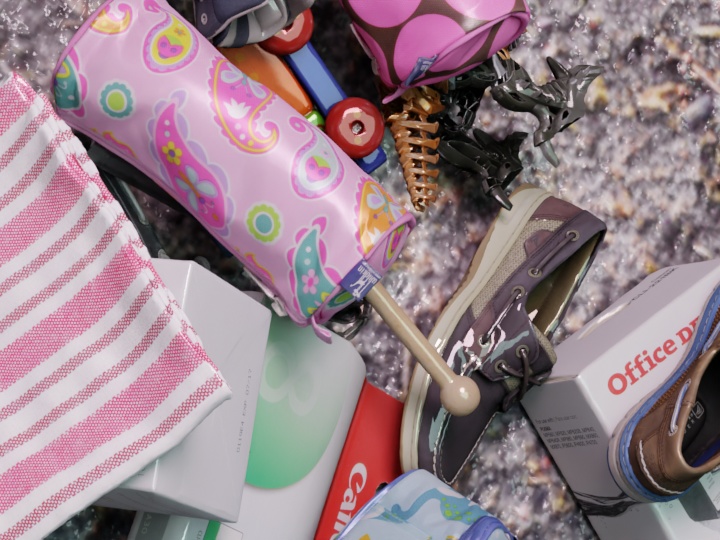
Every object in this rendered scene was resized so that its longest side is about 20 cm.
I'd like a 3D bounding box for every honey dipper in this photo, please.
[{"bbox_3d":[0.000,0.000,1.141,0.038,0.038,0.200,-45,99,-23],"label":"honey dipper"}]

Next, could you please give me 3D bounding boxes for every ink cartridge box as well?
[{"bbox_3d":[-0.027,0.122,1.142,0.200,0.050,0.162,32,70,-41],"label":"ink cartridge box"},{"bbox_3d":[0.208,0.112,1.274,0.144,0.084,0.201,-34,96,-25],"label":"ink cartridge box"}]

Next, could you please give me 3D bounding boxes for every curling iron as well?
[{"bbox_3d":[-0.067,-0.017,1.136,0.200,0.025,0.050,35,67,-30],"label":"curling iron"}]

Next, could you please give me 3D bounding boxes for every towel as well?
[{"bbox_3d":[-0.165,0.023,0.971,0.146,0.030,0.200,-38,67,6],"label":"towel"}]

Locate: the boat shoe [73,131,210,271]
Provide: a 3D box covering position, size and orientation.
[{"bbox_3d":[-0.120,0.018,1.142,0.068,0.073,0.200,-45,109,-43],"label":"boat shoe"}]

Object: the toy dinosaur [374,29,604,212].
[{"bbox_3d":[0.051,-0.106,1.220,0.135,0.102,0.201,32,65,-17],"label":"toy dinosaur"}]

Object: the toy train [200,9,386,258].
[{"bbox_3d":[-0.084,-0.115,1.177,0.115,0.085,0.201,-36,98,-11],"label":"toy train"}]

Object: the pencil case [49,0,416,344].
[{"bbox_3d":[-0.066,-0.055,1.068,0.200,0.087,0.087,42,67,5],"label":"pencil case"}]

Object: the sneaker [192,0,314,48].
[{"bbox_3d":[-0.106,-0.189,1.123,0.077,0.201,0.147,-21,106,-53],"label":"sneaker"}]

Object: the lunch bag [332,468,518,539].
[{"bbox_3d":[0.009,0.220,1.132,0.082,0.161,0.200,30,63,28],"label":"lunch bag"}]

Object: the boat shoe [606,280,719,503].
[{"bbox_3d":[0.226,0.056,1.204,0.072,0.072,0.200,45,66,-12],"label":"boat shoe"}]

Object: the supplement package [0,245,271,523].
[{"bbox_3d":[-0.161,0.054,1.037,0.199,0.110,0.115,4,77,20],"label":"supplement package"}]

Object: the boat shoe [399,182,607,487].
[{"bbox_3d":[0.085,0.041,1.225,0.201,0.064,0.072,-63,151,-23],"label":"boat shoe"}]

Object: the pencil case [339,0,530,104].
[{"bbox_3d":[0.006,-0.196,1.140,0.201,0.093,0.091,62,28,6],"label":"pencil case"}]
